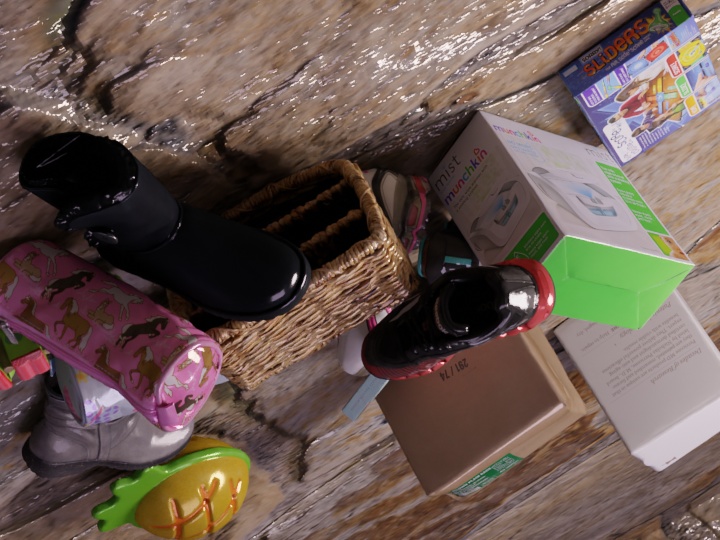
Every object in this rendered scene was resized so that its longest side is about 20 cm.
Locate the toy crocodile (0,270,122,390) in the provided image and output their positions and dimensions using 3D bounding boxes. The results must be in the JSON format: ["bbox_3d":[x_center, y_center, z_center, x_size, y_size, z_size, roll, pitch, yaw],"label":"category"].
[{"bbox_3d":[-0.286,0.064,1.292,0.198,0.062,0.068,-29,155,-6],"label":"toy crocodile"}]

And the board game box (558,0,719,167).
[{"bbox_3d":[0.284,-0.185,1.488,0.135,0.035,0.200,-34,154,9],"label":"board game box"}]

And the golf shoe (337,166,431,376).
[{"bbox_3d":[0.000,0.000,1.411,0.091,0.073,0.202,10,102,-18],"label":"golf shoe"}]

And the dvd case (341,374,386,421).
[{"bbox_3d":[0.057,0.068,1.594,0.146,0.022,0.200,-54,177,28],"label":"dvd case"}]

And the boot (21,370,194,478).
[{"bbox_3d":[-0.232,0.138,1.483,0.199,0.070,0.132,-13,144,-42],"label":"boot"}]

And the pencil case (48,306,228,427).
[{"bbox_3d":[-0.186,0.075,1.387,0.198,0.091,0.084,-20,148,-22],"label":"pencil case"}]

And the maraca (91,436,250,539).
[{"bbox_3d":[-0.205,0.242,1.646,0.199,0.107,0.138,0,134,-47],"label":"maraca"}]

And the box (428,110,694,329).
[{"bbox_3d":[0.191,-0.045,1.439,0.198,0.177,0.097,11,128,-41],"label":"box"}]

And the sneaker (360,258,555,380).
[{"bbox_3d":[0.071,0.044,1.317,0.199,0.072,0.098,-25,168,30],"label":"sneaker"}]

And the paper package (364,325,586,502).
[{"bbox_3d":[0.132,0.137,1.723,0.199,0.192,0.103,-36,154,15],"label":"paper package"}]

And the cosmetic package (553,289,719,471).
[{"bbox_3d":[0.391,0.131,1.980,0.166,0.201,0.167,-35,155,11],"label":"cosmetic package"}]

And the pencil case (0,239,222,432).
[{"bbox_3d":[-0.204,0.050,1.191,0.087,0.199,0.083,-63,157,-1],"label":"pencil case"}]

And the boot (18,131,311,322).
[{"bbox_3d":[-0.150,-0.033,1.147,0.168,0.198,0.077,53,57,-66],"label":"boot"}]

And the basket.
[{"bbox_3d":[-0.071,-0.013,1.287,0.199,0.144,0.149,-30,158,5],"label":"basket"}]

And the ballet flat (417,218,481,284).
[{"bbox_3d":[0.103,-0.012,1.483,0.067,0.069,0.200,5,-171,10],"label":"ballet flat"}]
